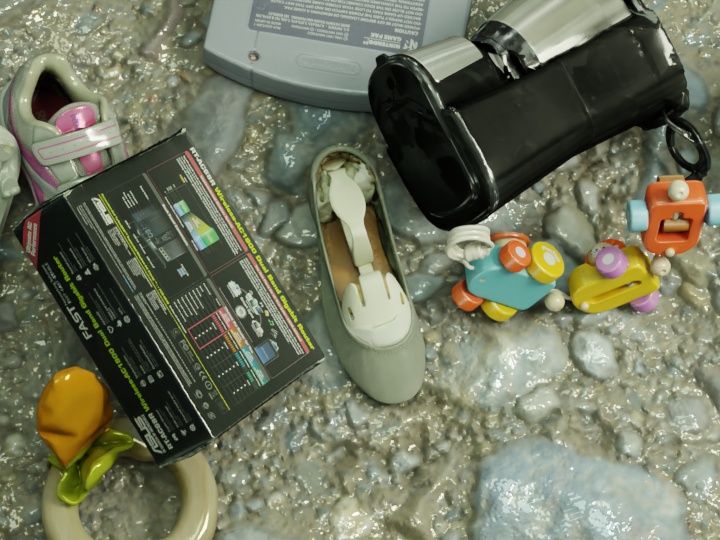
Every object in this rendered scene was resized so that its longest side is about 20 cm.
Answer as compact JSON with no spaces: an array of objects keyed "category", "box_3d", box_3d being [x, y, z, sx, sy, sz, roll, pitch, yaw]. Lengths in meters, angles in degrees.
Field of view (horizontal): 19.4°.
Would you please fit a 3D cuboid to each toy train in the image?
[{"category":"toy train","box_3d":[0.159,-0.026,1.522,0.200,0.150,0.056,-6,55,1]}]

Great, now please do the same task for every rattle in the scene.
[{"category":"rattle","box_3d":[-0.145,0.176,1.441,0.130,0.143,0.200,-9,62,-23]}]

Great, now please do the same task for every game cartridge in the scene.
[{"category":"game cartridge","box_3d":[-0.017,-0.192,1.639,0.200,0.041,0.133,10,65,3]}]

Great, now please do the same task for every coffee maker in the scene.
[{"category":"coffee maker","box_3d":[0.134,-0.113,1.540,0.200,0.135,0.192,-32,70,-25]}]

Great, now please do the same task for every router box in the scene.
[{"category":"router box","box_3d":[-0.131,0.017,1.469,0.200,0.062,0.150,59,38,-2]}]

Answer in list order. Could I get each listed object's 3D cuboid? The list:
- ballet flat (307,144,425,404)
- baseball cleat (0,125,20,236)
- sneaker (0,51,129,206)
[{"category":"ballet flat","box_3d":[0.000,0.000,1.549,0.067,0.064,0.200,-13,70,-6]},{"category":"baseball cleat","box_3d":[-0.309,-0.016,1.555,0.106,0.070,0.200,15,83,44]},{"category":"sneaker","box_3d":[-0.211,-0.078,1.553,0.081,0.088,0.200,-28,72,-26]}]
